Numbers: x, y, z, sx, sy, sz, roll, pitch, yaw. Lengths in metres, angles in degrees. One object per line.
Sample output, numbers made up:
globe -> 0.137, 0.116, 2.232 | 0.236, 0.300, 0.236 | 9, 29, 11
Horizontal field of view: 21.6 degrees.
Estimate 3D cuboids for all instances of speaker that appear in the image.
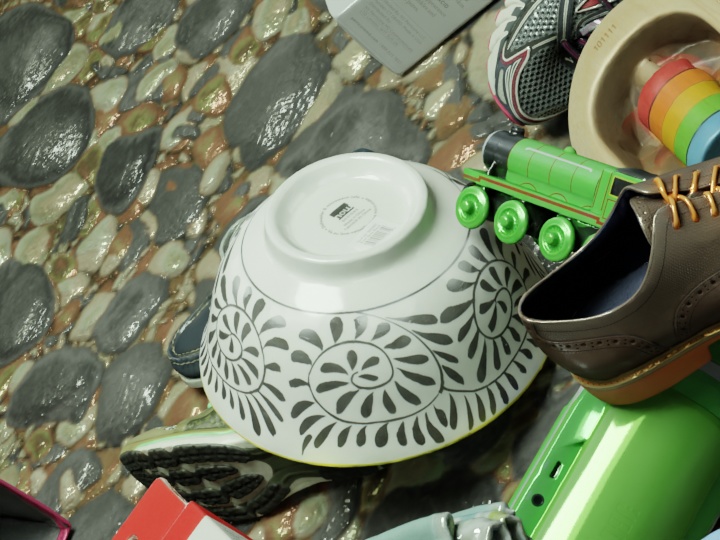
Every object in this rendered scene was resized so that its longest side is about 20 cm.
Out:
speaker -> 0.112, 0.119, 0.866 | 0.088, 0.088, 0.200 | 19, 74, 52

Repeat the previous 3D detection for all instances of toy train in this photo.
toy train -> 0.122, -0.025, 0.913 | 0.200, 0.042, 0.056 | 24, 103, 45

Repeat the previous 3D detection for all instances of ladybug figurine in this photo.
ladybug figurine -> 0.182, -0.069, 0.954 | 0.136, 0.072, 0.200 | -49, 40, 18

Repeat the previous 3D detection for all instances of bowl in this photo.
bowl -> 0.000, 0.000, 1.008 | 0.201, 0.094, 0.201 | -8, 42, 8

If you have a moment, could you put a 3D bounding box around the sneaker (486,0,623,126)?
sneaker -> 0.151, -0.153, 1.049 | 0.200, 0.081, 0.075 | -43, 35, 22

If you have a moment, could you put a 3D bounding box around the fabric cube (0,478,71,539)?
fabric cube -> -0.345, 0.201, 1.189 | 0.199, 0.196, 0.200 | -2, 59, 45

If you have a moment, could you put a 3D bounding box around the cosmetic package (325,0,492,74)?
cosmetic package -> 0.068, -0.230, 1.221 | 0.200, 0.074, 0.102 | -40, 38, 18

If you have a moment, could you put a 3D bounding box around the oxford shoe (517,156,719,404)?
oxford shoe -> 0.156, -0.017, 0.796 | 0.200, 0.073, 0.071 | -40, 41, 19

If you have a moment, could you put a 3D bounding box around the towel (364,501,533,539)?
towel -> 0.026, 0.198, 0.811 | 0.200, 0.048, 0.171 | -29, 79, 52

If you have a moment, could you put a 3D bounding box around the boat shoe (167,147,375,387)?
boat shoe -> -0.051, -0.001, 1.160 | 0.200, 0.062, 0.075 | -35, 41, 22

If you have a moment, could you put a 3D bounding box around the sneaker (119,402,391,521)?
sneaker -> -0.050, 0.084, 1.092 | 0.200, 0.077, 0.089 | -17, 38, 28

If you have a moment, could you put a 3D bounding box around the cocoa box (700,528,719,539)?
cocoa box -> 0.190, 0.153, 0.644 | 0.200, 0.131, 0.133 | -35, 37, 19

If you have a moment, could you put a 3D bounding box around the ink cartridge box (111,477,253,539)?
ink cartridge box -> -0.077, 0.206, 1.007 | 0.116, 0.067, 0.200 | -54, 37, -2
